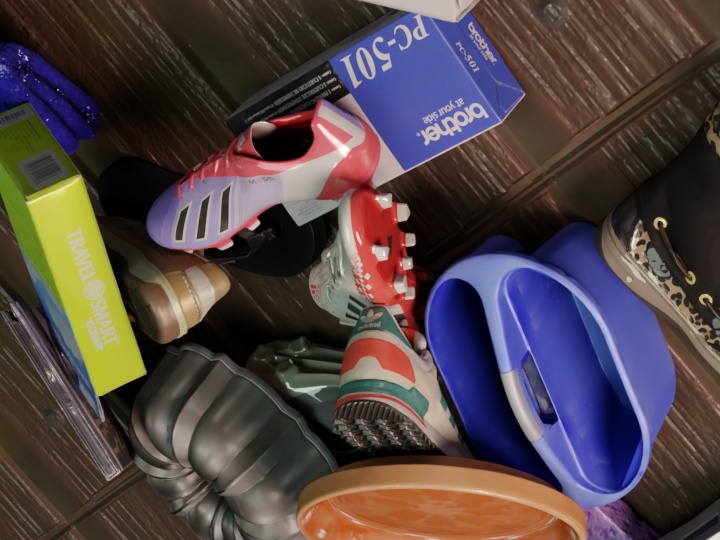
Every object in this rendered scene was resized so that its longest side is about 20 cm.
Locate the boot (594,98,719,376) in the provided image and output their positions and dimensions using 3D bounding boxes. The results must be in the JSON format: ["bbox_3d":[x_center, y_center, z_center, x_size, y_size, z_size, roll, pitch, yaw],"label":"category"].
[{"bbox_3d":[0.257,-0.009,1.122,0.200,0.073,0.151,41,133,9],"label":"boot"}]

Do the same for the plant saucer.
[{"bbox_3d":[0.055,0.167,1.247,0.198,0.033,0.201,5,154,2],"label":"plant saucer"}]

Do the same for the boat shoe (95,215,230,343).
[{"bbox_3d":[-0.150,-0.002,1.338,0.200,0.076,0.072,35,149,56],"label":"boat shoe"}]

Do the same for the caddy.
[{"bbox_3d":[0.127,0.065,1.228,0.141,0.105,0.201,-9,115,38],"label":"caddy"}]

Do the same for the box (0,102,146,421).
[{"bbox_3d":[-0.210,-0.005,1.301,0.122,0.047,0.201,48,157,49],"label":"box"}]

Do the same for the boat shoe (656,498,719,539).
[{"bbox_3d":[0.240,0.216,1.262,0.201,0.070,0.072,-40,98,26],"label":"boat shoe"}]

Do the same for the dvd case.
[{"bbox_3d":[-0.224,0.092,1.430,0.149,0.016,0.200,58,177,0],"label":"dvd case"}]

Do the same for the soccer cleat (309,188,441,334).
[{"bbox_3d":[0.000,0.000,1.235,0.084,0.069,0.200,-2,162,14],"label":"soccer cleat"}]

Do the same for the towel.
[{"bbox_3d":[-0.307,-0.139,1.357,0.198,0.050,0.148,12,168,24],"label":"towel"}]

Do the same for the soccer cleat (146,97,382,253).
[{"bbox_3d":[-0.076,-0.067,1.227,0.199,0.067,0.076,-14,140,34],"label":"soccer cleat"}]

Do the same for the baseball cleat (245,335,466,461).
[{"bbox_3d":[0.009,0.104,1.370,0.199,0.070,0.107,14,141,30],"label":"baseball cleat"}]

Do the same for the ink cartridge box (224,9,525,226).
[{"bbox_3d":[0.006,-0.110,1.230,0.199,0.044,0.094,-25,106,41],"label":"ink cartridge box"}]

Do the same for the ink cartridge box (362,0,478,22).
[{"bbox_3d":[-0.009,-0.252,1.116,0.199,0.085,0.146,18,128,24],"label":"ink cartridge box"}]

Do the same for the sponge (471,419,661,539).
[{"bbox_3d":[0.157,0.200,1.353,0.200,0.030,0.112,44,134,0],"label":"sponge"}]

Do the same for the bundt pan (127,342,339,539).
[{"bbox_3d":[-0.103,0.155,1.415,0.201,0.076,0.203,33,151,21],"label":"bundt pan"}]

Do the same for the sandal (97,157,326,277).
[{"bbox_3d":[-0.115,-0.032,1.361,0.199,0.043,0.077,11,125,27],"label":"sandal"}]

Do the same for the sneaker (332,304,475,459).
[{"bbox_3d":[0.038,0.092,1.240,0.070,0.094,0.200,-5,153,21],"label":"sneaker"}]
